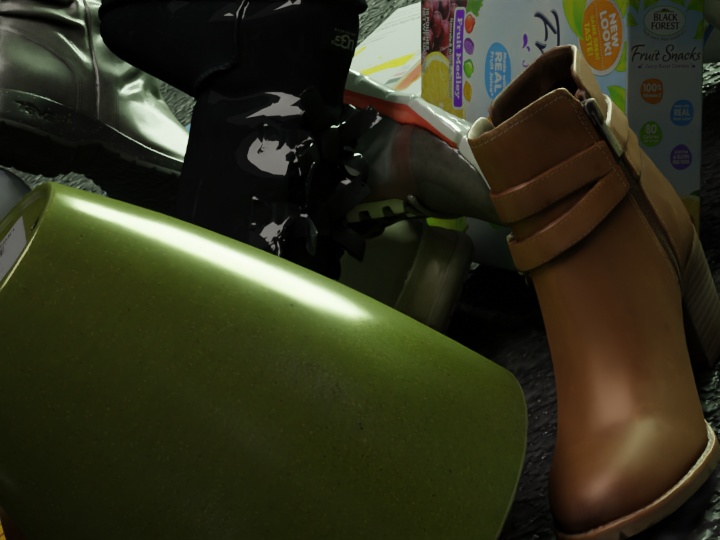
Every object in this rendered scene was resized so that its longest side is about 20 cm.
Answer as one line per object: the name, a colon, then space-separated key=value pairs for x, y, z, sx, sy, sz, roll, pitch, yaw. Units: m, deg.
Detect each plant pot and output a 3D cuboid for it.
plant pot: x=-0.070 y=0.061 z=0.786 sx=0.187 sy=0.200 sz=0.188 roll=-47 pitch=19 yaw=22

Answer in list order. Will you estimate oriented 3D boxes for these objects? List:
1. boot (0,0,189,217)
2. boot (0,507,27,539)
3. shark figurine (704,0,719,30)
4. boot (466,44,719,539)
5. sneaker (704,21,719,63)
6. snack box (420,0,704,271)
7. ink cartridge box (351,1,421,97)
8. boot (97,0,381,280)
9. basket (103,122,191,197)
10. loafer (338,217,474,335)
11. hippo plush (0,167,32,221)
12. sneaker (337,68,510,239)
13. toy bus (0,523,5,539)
boot: x=-0.122 y=-0.105 z=1.109 sx=0.068 sy=0.199 sz=0.132 roll=-28 pitch=47 yaw=53
boot: x=-0.081 y=0.054 z=0.967 sx=0.198 sy=0.066 sz=0.176 roll=-12 pitch=47 yaw=-8
shark figurine: x=0.213 y=-0.153 z=1.014 sx=0.128 sy=0.213 sz=0.090 roll=162 pitch=122 yaw=-66
boot: x=0.094 y=0.006 z=0.828 sx=0.076 sy=0.156 sz=0.200 roll=-16 pitch=25 yaw=34
sneaker: x=0.255 y=-0.164 z=1.124 sx=0.199 sy=0.076 sz=0.105 roll=-27 pitch=21 yaw=9
snack box: x=0.098 y=-0.071 z=1.026 sx=0.053 sy=0.143 sz=0.200 roll=-5 pitch=9 yaw=-27
ink cartridge box: x=0.036 y=-0.096 z=1.261 sx=0.145 sy=0.084 sz=0.200 roll=-9 pitch=30 yaw=46
boot: x=-0.072 y=-0.068 z=1.008 sx=0.197 sy=0.164 sz=0.073 roll=1 pitch=-7 yaw=45
basket: x=-0.154 y=-0.044 z=1.213 sx=0.176 sy=0.200 sz=0.139 roll=-28 pitch=16 yaw=50
loafer: x=0.000 y=0.000 z=1.076 sx=0.076 sy=0.068 sz=0.200 roll=-70 pitch=19 yaw=-4
hippo plush: x=-0.251 y=0.014 z=1.085 sx=0.160 sy=0.159 sz=0.201 roll=-20 pitch=54 yaw=56
sneaker: x=0.021 y=-0.044 z=1.001 sx=0.200 sy=0.077 sz=0.082 roll=30 pitch=97 yaw=50
toy bus: x=-0.159 y=0.150 z=0.980 sx=0.200 sy=0.065 sz=0.078 roll=-42 pitch=23 yaw=-28
